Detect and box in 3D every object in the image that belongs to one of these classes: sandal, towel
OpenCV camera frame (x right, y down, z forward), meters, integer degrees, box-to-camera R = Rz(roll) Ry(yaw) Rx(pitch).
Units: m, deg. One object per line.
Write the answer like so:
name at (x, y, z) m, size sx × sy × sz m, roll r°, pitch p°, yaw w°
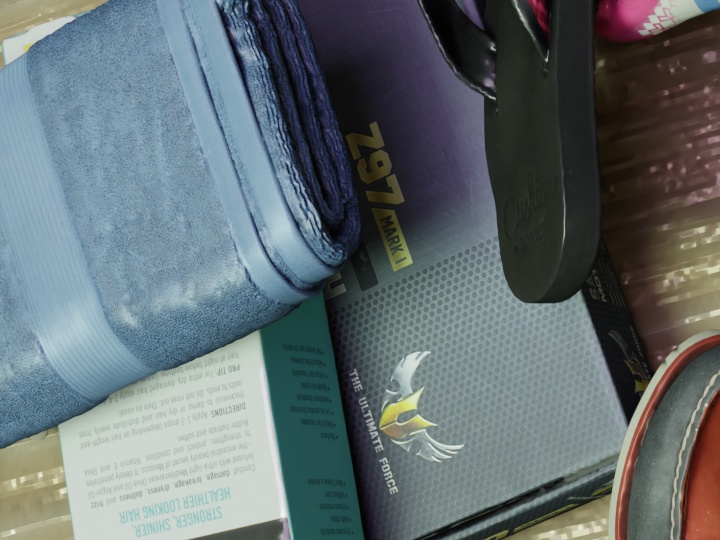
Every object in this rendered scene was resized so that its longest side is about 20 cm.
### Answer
sandal at (0.042, -0.088, 0.859) m, size 0.045 × 0.075 × 0.201 m, roll 4°, pitch 68°, yaw -15°
towel at (-0.094, -0.011, 0.869) m, size 0.199 × 0.048 × 0.112 m, roll -25°, pitch 73°, yaw 25°

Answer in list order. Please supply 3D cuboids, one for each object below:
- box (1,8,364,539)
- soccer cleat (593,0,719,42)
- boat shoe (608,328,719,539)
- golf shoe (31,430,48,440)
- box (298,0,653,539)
box at (-0.056, 0.013, 0.901) m, size 0.082 × 0.049 × 0.201 m, roll -15°, pitch 79°, yaw 28°
soccer cleat at (0.117, -0.103, 0.841) m, size 0.086 × 0.200 × 0.070 m, roll 4°, pitch 89°, yaw -16°
boat shoe at (0.114, 0.119, 0.843) m, size 0.071 × 0.063 × 0.201 m, roll 4°, pitch 92°, yaw -18°
golf shoe at (-0.197, 0.092, 1.010) m, size 0.088 × 0.077 × 0.200 m, roll 42°, pitch 105°, yaw 16°
box at (0.000, 0.000, 0.931) m, size 0.157 × 0.051 × 0.201 m, roll -24°, pitch 75°, yaw 22°
